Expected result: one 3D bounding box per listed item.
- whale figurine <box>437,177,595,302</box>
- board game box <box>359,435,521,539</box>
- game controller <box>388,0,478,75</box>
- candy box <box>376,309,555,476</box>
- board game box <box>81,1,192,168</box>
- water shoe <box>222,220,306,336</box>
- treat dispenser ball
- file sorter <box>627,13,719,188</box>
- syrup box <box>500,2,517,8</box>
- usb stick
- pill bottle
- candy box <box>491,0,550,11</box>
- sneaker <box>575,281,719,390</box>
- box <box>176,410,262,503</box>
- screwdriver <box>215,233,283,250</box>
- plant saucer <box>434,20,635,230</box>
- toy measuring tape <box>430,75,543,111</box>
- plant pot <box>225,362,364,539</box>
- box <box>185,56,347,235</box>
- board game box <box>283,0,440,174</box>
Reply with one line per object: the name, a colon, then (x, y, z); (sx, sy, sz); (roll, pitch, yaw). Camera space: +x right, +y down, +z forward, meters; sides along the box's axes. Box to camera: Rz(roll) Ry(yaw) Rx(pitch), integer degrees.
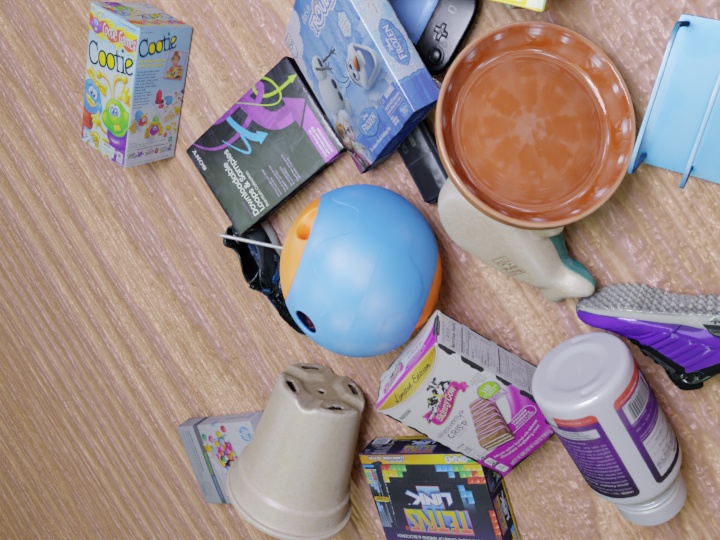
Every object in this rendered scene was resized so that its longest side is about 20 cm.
whale figurine: (0.181, -0.051, 0.720); (0.199, 0.105, 0.159); (39, 160, -8)
board game box: (0.110, 0.321, 0.921); (0.196, 0.056, 0.170); (-12, 99, 36)
game controller: (0.040, -0.314, 0.740); (0.198, 0.042, 0.106); (38, 124, 15)
candy box: (0.135, 0.154, 0.788); (0.197, 0.062, 0.137); (29, 125, -11)
board game box: (-0.332, -0.274, 0.958); (0.102, 0.104, 0.204); (30, 121, 20)
water shoe: (-0.134, 0.019, 0.952); (0.071, 0.078, 0.203); (-35, 87, 37)
treat dispenser ball: (0.000, 0.000, 0.783); (0.196, 0.200, 0.207); (12, 114, 28)
file sorter: (0.349, -0.128, 0.558); (0.196, 0.122, 0.142); (22, 118, 25)
syrup box: (0.105, -0.353, 0.659); (0.199, 0.078, 0.083); (38, 124, 15)
usb stick: (0.055, -0.177, 0.786); (0.055, 0.032, 0.204); (-27, 92, 50)
pill bottle: (0.277, 0.177, 0.705); (0.110, 0.112, 0.202); (-20, 115, 36)
candy box: (0.096, -0.318, 0.613); (0.196, 0.026, 0.105); (24, 118, 24)
sneaker: (0.325, 0.076, 0.682); (0.195, 0.069, 0.102); (6, 113, 32)
box: (-0.227, 0.335, 1.154); (0.196, 0.041, 0.160); (-13, 100, 34)
screwdriver: (-0.107, -0.030, 0.901); (0.194, 0.029, 0.029); (12, 93, -3)
plant saucer: (0.168, -0.140, 0.636); (0.194, 0.032, 0.207); (0, 82, -3)
toy measuring tape: (0.140, -0.191, 0.694); (0.197, 0.074, 0.074); (34, 123, 5)
plant pot: (-0.080, 0.249, 0.949); (0.197, 0.199, 0.188); (26, 109, 22)
box: (-0.128, -0.163, 0.877); (0.198, 0.036, 0.145); (-36, 87, 21)
board game box: (-0.008, -0.234, 0.737); (0.202, 0.043, 0.200); (61, 161, 1)
